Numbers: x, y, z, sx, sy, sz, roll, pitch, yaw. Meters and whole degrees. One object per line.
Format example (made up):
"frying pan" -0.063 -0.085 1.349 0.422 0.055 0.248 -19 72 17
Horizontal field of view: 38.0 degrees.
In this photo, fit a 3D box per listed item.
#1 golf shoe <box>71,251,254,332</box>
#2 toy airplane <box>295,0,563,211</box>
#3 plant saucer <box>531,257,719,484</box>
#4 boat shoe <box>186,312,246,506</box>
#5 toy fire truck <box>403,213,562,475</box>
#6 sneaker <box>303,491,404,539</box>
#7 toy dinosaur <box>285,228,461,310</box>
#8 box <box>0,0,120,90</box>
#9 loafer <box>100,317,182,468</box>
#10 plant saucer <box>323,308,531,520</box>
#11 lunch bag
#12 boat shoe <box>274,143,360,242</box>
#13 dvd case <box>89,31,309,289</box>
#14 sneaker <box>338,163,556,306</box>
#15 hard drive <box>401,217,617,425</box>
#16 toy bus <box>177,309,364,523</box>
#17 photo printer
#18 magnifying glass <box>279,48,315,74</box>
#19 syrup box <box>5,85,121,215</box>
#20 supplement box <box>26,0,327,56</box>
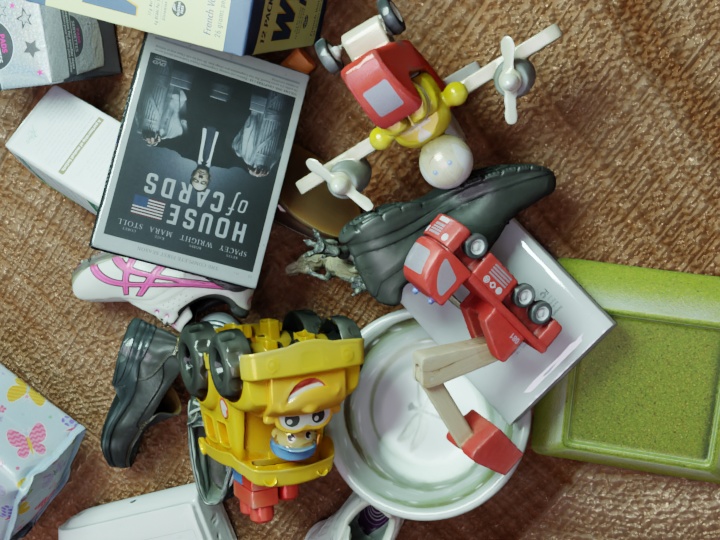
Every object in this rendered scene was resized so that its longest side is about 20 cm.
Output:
"golf shoe" -0.200 0.017 1.040 0.199 0.073 0.092 -8 80 18
"toy airplane" 0.054 -0.129 0.881 0.141 0.199 0.200 65 154 16
"plant saucer" 0.262 0.100 0.958 0.199 0.048 0.201 7 105 14
"boat shoe" -0.141 0.145 1.069 0.072 0.071 0.201 -2 103 16
"toy fire truck" 0.091 0.064 0.874 0.200 0.049 0.141 43 86 -28
"sneaker" -0.017 0.281 1.055 0.075 0.100 0.200 32 111 3
"toy dinosaur" 0.000 0.000 0.953 0.199 0.088 0.048 16 89 34
"box" -0.316 -0.274 0.977 0.114 0.132 0.201 -3 104 18
"loafer" -0.221 0.139 1.078 0.072 0.073 0.200 16 131 -5
"plant saucer" 0.065 0.136 1.000 0.199 0.050 0.201 -3 77 15
"lunch bag" -0.404 0.192 1.126 0.169 0.127 0.200 36 136 3
"boat shoe" -0.092 -0.091 0.992 0.200 0.071 0.070 38 145 -13
"dvd case" -0.140 -0.098 0.920 0.150 0.025 0.201 15 85 -18
"sneaker" 0.083 -0.034 0.907 0.199 0.076 0.091 -22 98 -10
"hard drive" 0.116 0.022 0.955 0.132 0.025 0.200 -48 70 18
"toy bus" -0.081 0.138 0.959 0.135 0.200 0.193 -4 92 -26
"photo printer" -0.228 0.326 1.141 0.199 0.069 0.167 -17 99 20
"magnifying glass" -0.121 -0.140 1.016 0.200 0.022 0.080 -40 93 19
"syrup box" -0.228 -0.087 0.995 0.200 0.079 0.082 32 79 19
"supplement box" -0.142 -0.276 0.892 0.199 0.200 0.135 16 108 11
